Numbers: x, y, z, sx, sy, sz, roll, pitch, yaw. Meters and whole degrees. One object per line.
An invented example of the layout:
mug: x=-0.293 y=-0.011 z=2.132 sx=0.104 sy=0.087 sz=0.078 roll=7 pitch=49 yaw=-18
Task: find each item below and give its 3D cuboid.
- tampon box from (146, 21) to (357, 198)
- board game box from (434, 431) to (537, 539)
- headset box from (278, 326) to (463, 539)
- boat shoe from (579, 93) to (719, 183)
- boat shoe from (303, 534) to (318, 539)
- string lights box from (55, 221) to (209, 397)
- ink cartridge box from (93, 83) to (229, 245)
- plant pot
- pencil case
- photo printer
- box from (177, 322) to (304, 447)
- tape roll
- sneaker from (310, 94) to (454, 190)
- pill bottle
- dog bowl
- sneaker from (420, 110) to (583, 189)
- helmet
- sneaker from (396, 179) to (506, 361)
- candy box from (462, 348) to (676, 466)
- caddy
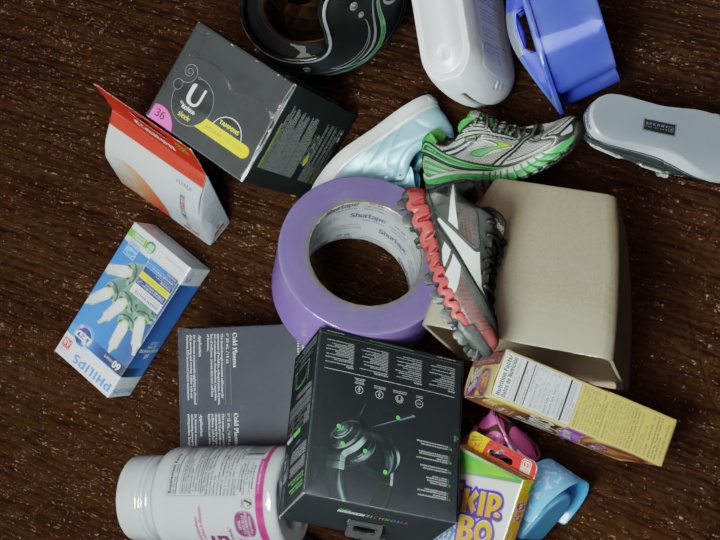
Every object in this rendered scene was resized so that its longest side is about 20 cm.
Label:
tampon box: x=-0.124 y=-0.181 z=1.409 sx=0.149 sy=0.200 sz=0.127 roll=34 pitch=98 yaw=19
board game box: x=0.118 y=0.281 z=1.274 sx=0.095 sy=0.030 sz=0.202 roll=22 pitch=95 yaw=41
headset box: x=0.013 y=0.185 z=1.275 sx=0.172 sy=0.093 sz=0.202 roll=13 pitch=59 yaw=-16
boat shoe: x=0.335 y=-0.136 z=1.310 sx=0.197 sy=0.068 sz=0.075 roll=11 pitch=79 yaw=-4
boat shoe: x=-0.108 y=0.337 z=1.441 sx=0.199 sy=0.076 sz=0.072 roll=31 pitch=99 yaw=20
string lights box: x=-0.292 y=0.051 z=1.531 sx=0.102 sy=0.059 sz=0.201 roll=36 pitch=99 yaw=17
ink cartridge box: x=-0.249 y=-0.124 z=1.453 sx=0.161 sy=0.200 sz=0.050 roll=35 pitch=78 yaw=18
plant pot: x=0.200 y=0.011 z=1.293 sx=0.197 sy=0.200 sz=0.179 roll=10 pitch=79 yaw=20
pencil case: x=0.105 y=0.242 z=1.357 sx=0.200 sy=0.094 sz=0.091 roll=-43 pitch=92 yaw=14
photo printer: x=0.115 y=-0.285 z=1.348 sx=0.069 sy=0.166 sz=0.203 roll=-12 pitch=84 yaw=26
box: x=-0.115 y=0.165 z=1.436 sx=0.180 sy=0.104 sz=0.203 roll=-3 pitch=86 yaw=21
tape roll: x=0.000 y=0.000 z=1.360 sx=0.197 sy=0.085 sz=0.202 roll=4 pitch=62 yaw=-8
sneaker: x=0.026 y=-0.118 z=1.418 sx=0.199 sy=0.074 sz=0.082 roll=-39 pitch=70 yaw=14
pill bottle: x=-0.164 y=0.254 z=1.335 sx=0.198 sy=0.113 sz=0.115 roll=-4 pitch=85 yaw=20
dog bowl: x=0.168 y=0.291 z=1.328 sx=0.050 sy=0.111 sz=0.201 roll=44 pitch=102 yaw=29
sneaker: x=0.151 y=-0.139 z=1.324 sx=0.198 sy=0.078 sz=0.086 roll=-12 pitch=100 yaw=29
helmet: x=-0.039 y=-0.325 z=1.392 sx=0.200 sy=0.199 sz=0.191 roll=44 pitch=144 yaw=17
sneaker: x=0.108 y=-0.010 z=1.189 sx=0.097 sy=0.071 sz=0.202 roll=-22 pitch=60 yaw=7
candy box: x=0.218 y=0.146 z=1.269 sx=0.198 sy=0.117 sz=0.057 roll=24 pitch=81 yaw=-6
caddy: x=0.214 y=-0.276 z=1.324 sx=0.104 sy=0.141 sz=0.202 roll=-17 pitch=80 yaw=15
